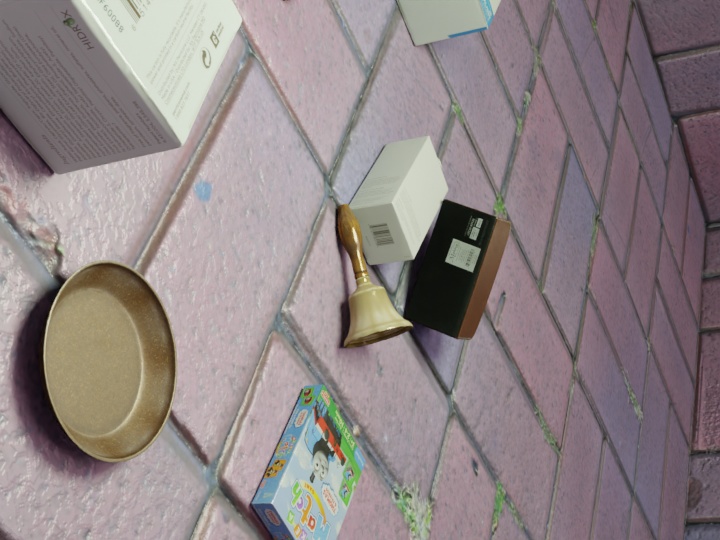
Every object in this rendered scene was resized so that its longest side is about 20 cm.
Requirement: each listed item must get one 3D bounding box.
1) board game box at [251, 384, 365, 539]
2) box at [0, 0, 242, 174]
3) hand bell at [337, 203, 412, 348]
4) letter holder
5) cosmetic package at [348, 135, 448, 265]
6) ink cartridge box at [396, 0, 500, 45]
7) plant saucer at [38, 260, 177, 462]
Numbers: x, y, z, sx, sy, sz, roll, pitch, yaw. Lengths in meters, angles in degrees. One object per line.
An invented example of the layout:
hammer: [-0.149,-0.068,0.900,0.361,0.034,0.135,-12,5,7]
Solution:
board game box: [-0.063,0.274,1.454,0.152,0.036,0.201,64,34,-32]
box: [-0.253,-0.238,1.081,0.201,0.170,0.200,57,37,-40]
hand bell: [0.000,0.000,1.613,0.104,0.103,0.202,5,67,-61]
letter holder: [0.171,0.002,1.821,0.142,0.100,0.202,10,100,-63]
cosmetic package: [0.062,-0.110,1.734,0.108,0.084,0.201,67,30,-27]
ink cartridge box: [0.160,-0.517,1.956,0.145,0.146,0.201,64,34,-31]
plant saucer: [-0.260,0.092,1.129,0.200,0.036,0.203,25,61,-59]
